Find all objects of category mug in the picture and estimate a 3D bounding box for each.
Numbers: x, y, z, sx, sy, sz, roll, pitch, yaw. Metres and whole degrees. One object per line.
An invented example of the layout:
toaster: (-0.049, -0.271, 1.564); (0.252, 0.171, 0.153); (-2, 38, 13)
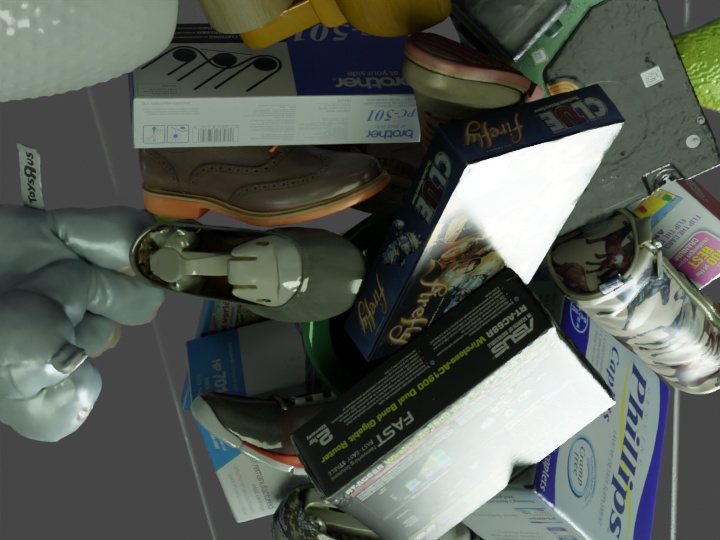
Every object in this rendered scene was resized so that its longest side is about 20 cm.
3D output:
mug: (-0.201, -0.187, 0.988); (0.174, 0.148, 0.200); (-6, 168, -19)

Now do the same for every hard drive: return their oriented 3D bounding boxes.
hard drive: (0.162, -0.138, 1.166); (0.139, 0.038, 0.200); (-25, 115, 10)

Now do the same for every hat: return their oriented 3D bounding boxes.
hat: (0.000, 0.000, 1.239); (0.200, 0.176, 0.166); (32, 94, -29)

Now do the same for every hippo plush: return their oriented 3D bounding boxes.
hippo plush: (-0.220, 0.030, 1.185); (0.158, 0.161, 0.201); (-11, 132, -1)

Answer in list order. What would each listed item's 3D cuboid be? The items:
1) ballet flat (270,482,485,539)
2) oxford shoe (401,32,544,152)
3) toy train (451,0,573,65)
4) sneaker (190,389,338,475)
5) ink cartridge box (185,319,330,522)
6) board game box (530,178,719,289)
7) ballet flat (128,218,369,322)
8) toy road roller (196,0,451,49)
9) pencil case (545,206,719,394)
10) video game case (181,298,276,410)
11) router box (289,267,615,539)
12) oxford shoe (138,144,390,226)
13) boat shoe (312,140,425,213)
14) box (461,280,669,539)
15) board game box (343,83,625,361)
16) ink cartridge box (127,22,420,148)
ballet flat: (0.029, 0.211, 1.303); (0.199, 0.072, 0.072); (11, 129, -3)
oxford shoe: (0.067, -0.101, 1.028); (0.075, 0.070, 0.200); (-64, 159, 7)
toy train: (0.137, -0.216, 1.048); (0.085, 0.114, 0.200); (44, 103, -5)
sneaker: (-0.033, 0.113, 1.240); (0.199, 0.077, 0.082); (19, 96, -23)
ink cartridge box: (-0.028, 0.109, 1.323); (0.199, 0.086, 0.147); (-14, 131, 3)
board game box: (0.198, -0.032, 1.299); (0.153, 0.040, 0.200); (-39, 127, 22)
ballet flat: (-0.085, 0.001, 1.134); (0.064, 0.199, 0.068); (-4, 98, -50)
toy road roller: (-0.020, -0.207, 1.028); (0.199, 0.146, 0.123); (-22, 131, 8)
pencil case: (0.231, 0.026, 1.263); (0.089, 0.078, 0.200); (-7, 149, 39)
video game case: (-0.041, 0.069, 1.354); (0.199, 0.018, 0.144); (5, 130, -16)
router box: (0.068, 0.106, 1.145); (0.200, 0.062, 0.150); (-38, 145, 5)
oxford shoe: (-0.075, -0.077, 1.143); (0.199, 0.071, 0.073); (1, 115, 24)
boat shoe: (0.032, -0.071, 1.216); (0.199, 0.074, 0.063); (17, 138, -9)
box: (0.158, 0.135, 1.312); (0.105, 0.185, 0.200); (-6, 148, 34)
board game box: (0.078, -0.029, 1.064); (0.135, 0.035, 0.200); (-18, 150, -33)
ink cartridge box: (-0.061, -0.131, 1.123); (0.199, 0.094, 0.044); (-2, 131, -10)
